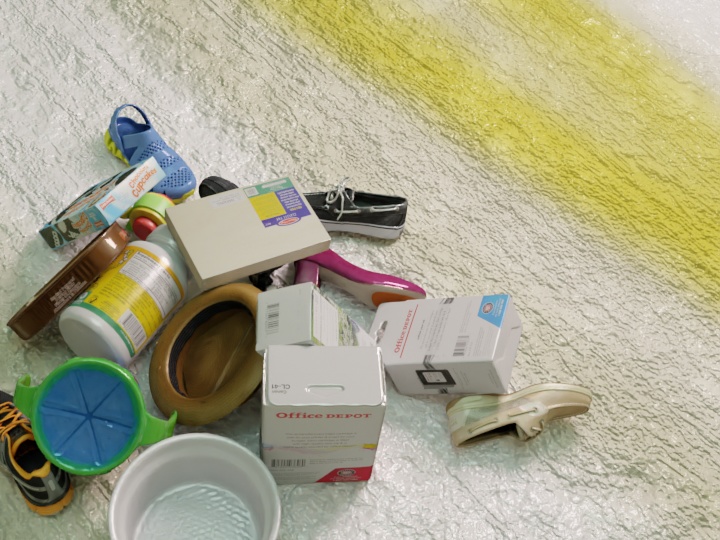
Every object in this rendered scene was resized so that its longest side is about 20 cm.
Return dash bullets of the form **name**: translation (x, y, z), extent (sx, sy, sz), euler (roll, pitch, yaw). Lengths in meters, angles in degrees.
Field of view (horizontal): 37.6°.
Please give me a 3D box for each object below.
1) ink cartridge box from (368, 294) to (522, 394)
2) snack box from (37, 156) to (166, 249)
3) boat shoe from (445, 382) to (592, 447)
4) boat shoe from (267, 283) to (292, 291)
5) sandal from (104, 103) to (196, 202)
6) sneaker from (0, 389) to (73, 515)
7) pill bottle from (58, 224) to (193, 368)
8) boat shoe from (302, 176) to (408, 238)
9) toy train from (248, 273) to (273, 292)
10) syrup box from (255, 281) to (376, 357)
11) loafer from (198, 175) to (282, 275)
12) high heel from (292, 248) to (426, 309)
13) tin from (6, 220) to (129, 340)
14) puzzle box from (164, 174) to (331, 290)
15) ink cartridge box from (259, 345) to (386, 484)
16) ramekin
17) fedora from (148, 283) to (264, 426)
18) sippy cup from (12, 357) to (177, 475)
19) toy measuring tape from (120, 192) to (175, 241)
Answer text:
- **ink cartridge box**: translation (0.109, 0.101, 1.426), extent (0.197, 0.067, 0.117), euler (-4, 45, 30)
- **snack box**: translation (-0.364, -0.092, 1.481), extent (0.037, 0.198, 0.116), euler (54, 54, -18)
- **boat shoe**: translation (0.213, 0.196, 1.397), extent (0.196, 0.073, 0.066), euler (-6, 59, -6)
- **boat shoe**: translation (-0.092, 0.100, 1.428), extent (0.059, 0.072, 0.204), euler (-3, 50, -5)
- **sandal**: translation (-0.324, -0.182, 1.611), extent (0.199, 0.088, 0.079), euler (40, 56, 20)
- **sneaker**: translation (-0.421, 0.206, 1.301), extent (0.078, 0.078, 0.199), euler (-37, 63, -28)
- **pill bottle**: translation (-0.303, 0.033, 1.428), extent (0.111, 0.114, 0.201), euler (27, 54, 14)
- **boat shoe**: translation (-0.026, -0.098, 1.583), extent (0.195, 0.069, 0.074), euler (11, 35, 0)
- **toy train**: translation (-0.146, -0.006, 1.531), extent (0.045, 0.034, 0.203), euler (2, 51, 8)
- **syrup box**: translation (-0.051, 0.096, 1.337), extent (0.080, 0.200, 0.080), euler (-12, 60, 21)
- **loafer**: translation (-0.181, -0.066, 1.519), extent (0.070, 0.069, 0.200), euler (-28, 54, -26)
- **high heel**: translation (0.000, 0.000, 1.526), extent (0.196, 0.068, 0.097), euler (3, 55, 9)
- **tin**: translation (-0.386, 0.014, 1.408), extent (0.200, 0.042, 0.112), euler (-43, 18, 3)
- **puzzle box**: translation (-0.154, -0.056, 1.453), extent (0.197, 0.026, 0.134), euler (-17, 56, -25)
- **ink cartridge box**: translation (-0.050, 0.179, 1.289), extent (0.144, 0.202, 0.087), euler (1, 52, -7)
- **ramekin**: translation (-0.192, 0.303, 1.240), extent (0.196, 0.099, 0.203), euler (4, 52, -5)
- **fedora**: translation (-0.178, 0.118, 1.378), extent (0.197, 0.082, 0.204), euler (-12, 57, 19)
- **sippy cup**: translation (-0.322, 0.168, 1.295), extent (0.139, 0.130, 0.179), euler (-40, 95, -2)
- **toy measuring tape**: translation (-0.266, -0.066, 1.537), extent (0.197, 0.074, 0.074), euler (19, 52, 8)
